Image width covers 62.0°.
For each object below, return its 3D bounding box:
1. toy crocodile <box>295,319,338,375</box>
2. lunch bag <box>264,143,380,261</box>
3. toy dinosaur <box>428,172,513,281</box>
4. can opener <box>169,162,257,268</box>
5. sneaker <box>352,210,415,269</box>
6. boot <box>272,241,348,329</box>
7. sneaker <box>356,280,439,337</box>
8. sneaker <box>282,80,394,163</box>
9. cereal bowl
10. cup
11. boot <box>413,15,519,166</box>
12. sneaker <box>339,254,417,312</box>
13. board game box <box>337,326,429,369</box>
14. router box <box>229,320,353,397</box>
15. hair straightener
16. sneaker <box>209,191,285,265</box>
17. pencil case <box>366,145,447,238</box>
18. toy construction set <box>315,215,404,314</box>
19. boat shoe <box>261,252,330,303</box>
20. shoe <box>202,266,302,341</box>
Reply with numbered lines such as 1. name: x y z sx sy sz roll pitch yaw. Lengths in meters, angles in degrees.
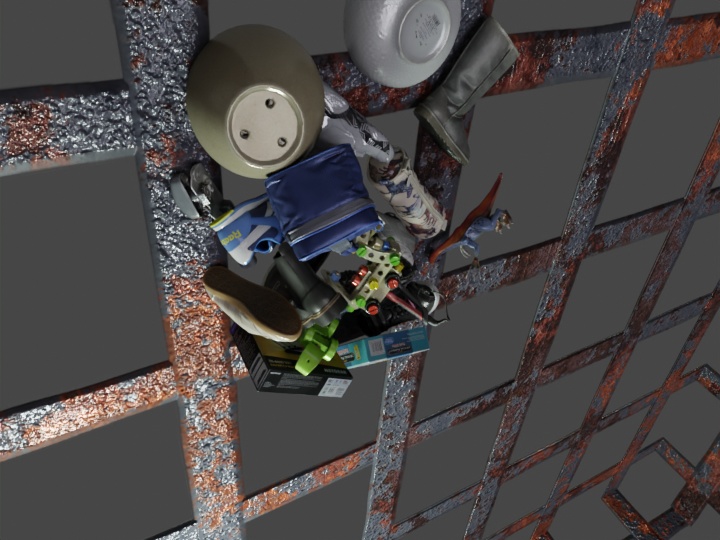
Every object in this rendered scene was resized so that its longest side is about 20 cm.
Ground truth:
1. toy crocodile: -0.081 0.118 1.095 0.066 0.201 0.062 31 111 -14
2. lunch bag: -0.046 -0.084 0.856 0.132 0.136 0.200 -22 -178 4
3. toy dinosaur: 0.220 -0.084 1.262 0.176 0.105 0.207 -12 94 -11
4. can opener: -0.227 -0.080 0.940 0.065 0.055 0.202 -9 138 14
5. sneaker: 0.033 -0.079 1.115 0.199 0.073 0.081 38 60 -38
6. boot: -0.101 0.019 0.988 0.077 0.199 0.139 -43 99 -23
7. sneaker: 0.068 0.084 1.182 0.098 0.072 0.198 -28 -179 -42
8. sneaker: -0.038 -0.205 0.951 0.116 0.075 0.198 -49 132 11
9. cereal bowl: 0.074 -0.368 0.892 0.195 0.084 0.205 -19 133 -21
10. cup: -0.131 -0.206 0.786 0.194 0.144 0.206 -6 117 -12
11. boot: 0.200 -0.307 1.054 0.202 0.072 0.181 -51 139 0
12. sneaker: 0.021 0.025 1.193 0.195 0.079 0.087 -19 151 -20
13. board game box: 0.025 0.165 1.224 0.147 0.048 0.199 -7 169 -31
14. router box: -0.128 0.156 1.112 0.197 0.158 0.053 15 116 -43
15. hair straightener: 0.088 0.031 1.111 0.078 0.197 0.041 -53 163 -12
16. sneaker: -0.145 -0.073 0.927 0.073 0.084 0.199 -25 -173 41
17. pencil case: 0.089 -0.137 1.083 0.079 0.088 0.200 -56 138 -8
18. toy construction set: 0.000 0.000 1.054 0.129 0.094 0.200 29 128 -21
19. boat shoe: -0.113 -0.001 1.066 0.071 0.061 0.204 18 112 -43
20. shoe: -0.176 0.061 0.987 0.070 0.197 0.054 -44 157 -38
